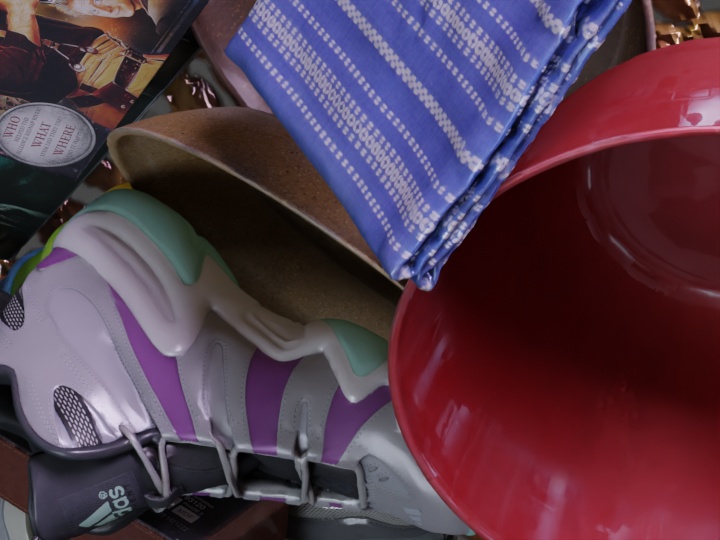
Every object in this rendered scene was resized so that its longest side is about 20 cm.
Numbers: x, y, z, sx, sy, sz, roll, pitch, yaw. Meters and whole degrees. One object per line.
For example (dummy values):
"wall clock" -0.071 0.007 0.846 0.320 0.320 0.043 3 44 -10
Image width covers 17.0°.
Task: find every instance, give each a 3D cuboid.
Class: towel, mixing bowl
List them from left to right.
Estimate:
"towel" 0.037 -0.110 0.676 0.200 0.024 0.145 -56 38 17
"mixing bowl" 0.114 0.003 0.731 0.200 0.108 0.200 6 133 7

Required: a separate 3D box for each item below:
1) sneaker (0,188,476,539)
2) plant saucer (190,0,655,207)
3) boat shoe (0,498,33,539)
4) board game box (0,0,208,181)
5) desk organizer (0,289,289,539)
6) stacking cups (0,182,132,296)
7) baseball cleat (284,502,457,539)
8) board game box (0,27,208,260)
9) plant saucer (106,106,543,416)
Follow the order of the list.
"sneaker" -0.061 0.070 0.849 0.200 0.140 0.078 30 153 27
"plant saucer" 0.019 -0.103 0.810 0.200 0.037 0.200 23 133 26
"boat shoe" -0.129 0.173 1.144 0.071 0.070 0.201 8 122 50
"board game box" -0.114 -0.116 0.795 0.135 0.035 0.200 19 140 -22
"desk organizer" -0.125 0.077 0.951 0.200 0.072 0.077 28 128 26
"stacking cups" -0.140 0.024 1.031 0.061 0.061 0.200 54 139 -7
"baseball cleat" -0.051 0.063 0.979 0.200 0.070 0.106 15 139 19
"board game box" -0.160 -0.071 0.938 0.135 0.028 0.200 17 149 -23
"plant saucer" 0.000 0.000 0.859 0.200 0.035 0.200 35 168 9
